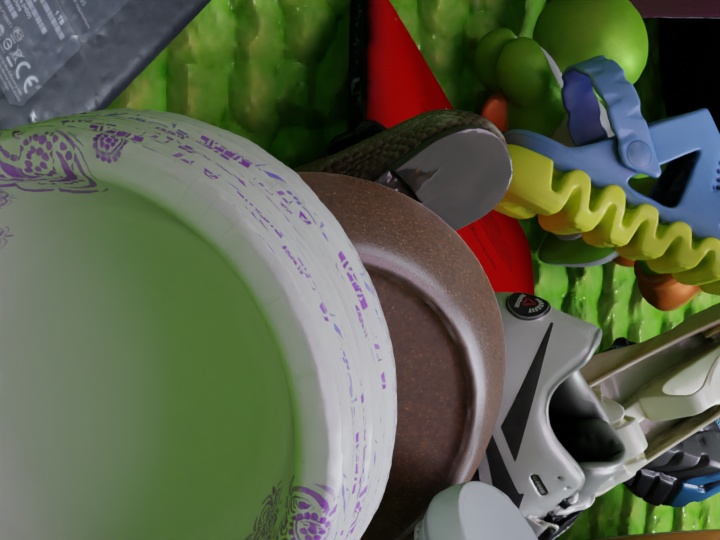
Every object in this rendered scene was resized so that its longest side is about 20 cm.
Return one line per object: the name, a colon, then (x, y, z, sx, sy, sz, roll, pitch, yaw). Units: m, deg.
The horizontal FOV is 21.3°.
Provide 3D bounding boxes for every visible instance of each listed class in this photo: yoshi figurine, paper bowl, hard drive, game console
yoshi figurine: (0.138, -0.076, 1.026, 0.200, 0.112, 0.113, 47, 45, -42)
paper bowl: (-0.083, 0.042, 0.691, 0.104, 0.199, 0.203, -31, 121, -66)
hard drive: (-0.115, -0.140, 0.750, 0.200, 0.033, 0.140, -51, 132, -33)
game console: (0.237, -0.094, 1.116, 0.116, 0.176, 0.202, -12, 105, -27)
game console: (0.000, 0.000, 0.929, 0.173, 0.118, 0.200, -90, 155, -44)

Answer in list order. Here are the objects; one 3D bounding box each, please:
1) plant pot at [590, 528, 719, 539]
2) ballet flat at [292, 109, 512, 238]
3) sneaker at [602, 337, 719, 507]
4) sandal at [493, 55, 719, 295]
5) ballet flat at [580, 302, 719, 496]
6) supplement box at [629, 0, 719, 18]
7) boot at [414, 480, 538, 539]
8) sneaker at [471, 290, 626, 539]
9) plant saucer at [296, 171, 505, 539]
plant pot: (0.193, 0.243, 1.090, 0.199, 0.199, 0.185, 12, 71, -51)
ballet flat: (-0.030, -0.017, 0.809, 0.199, 0.046, 0.068, -26, 120, -4)
sneaker: (0.132, 0.080, 1.080, 0.199, 0.073, 0.082, 18, 48, -43)
sandal: (0.157, -0.041, 0.940, 0.199, 0.079, 0.088, 22, 82, -18)
ballet flat: (0.142, 0.070, 0.977, 0.199, 0.069, 0.070, -29, 121, -17)
supplement box: (0.182, -0.238, 1.024, 0.103, 0.130, 0.201, 53, 56, -40)
boot: (0.042, 0.156, 0.839, 0.200, 0.095, 0.074, 48, 27, -55)
sneaker: (0.078, 0.101, 0.896, 0.074, 0.088, 0.201, -56, 150, -47)
plant saucer: (-0.028, 0.059, 0.797, 0.198, 0.035, 0.202, -7, 116, -15)
